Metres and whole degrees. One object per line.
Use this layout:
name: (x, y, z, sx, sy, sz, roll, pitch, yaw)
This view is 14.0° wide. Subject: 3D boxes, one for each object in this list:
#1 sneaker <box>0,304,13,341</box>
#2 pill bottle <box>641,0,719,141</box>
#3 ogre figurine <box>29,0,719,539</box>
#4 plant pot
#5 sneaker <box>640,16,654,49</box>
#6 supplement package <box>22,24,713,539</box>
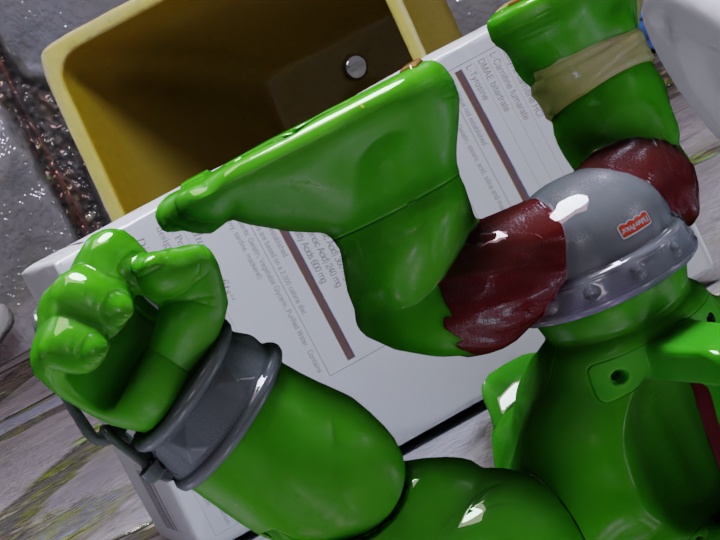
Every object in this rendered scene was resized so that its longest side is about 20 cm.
sneaker: (-0.437, 0.078, 2.899, 0.200, 0.087, 0.075, -26, 3, 1)
pill bottle: (0.186, -0.105, 0.836, 0.200, 0.111, 0.111, -42, 6, -7)
ogre figurine: (0.041, 0.007, 0.594, 0.200, 0.120, 0.098, -32, 5, -42)
plant pot: (-0.018, -0.076, 1.587, 0.194, 0.196, 0.200, -26, -2, 19)
sneaker: (0.256, -0.231, 2.462, 0.066, 0.079, 0.200, -28, 5, -32)
supplement package: (0.000, 0.000, 1.016, 0.200, 0.110, 0.114, -28, 4, -11)
